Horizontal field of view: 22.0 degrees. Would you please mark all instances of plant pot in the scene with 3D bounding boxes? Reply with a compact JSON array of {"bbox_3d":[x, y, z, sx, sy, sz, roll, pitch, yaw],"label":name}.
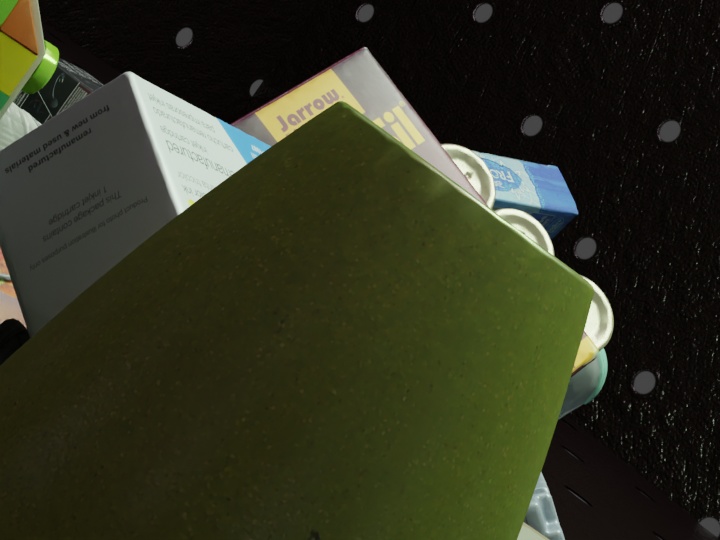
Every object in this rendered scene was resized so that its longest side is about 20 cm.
[{"bbox_3d":[-0.028,0.058,0.539,0.187,0.201,0.187,35,4,-3],"label":"plant pot"}]

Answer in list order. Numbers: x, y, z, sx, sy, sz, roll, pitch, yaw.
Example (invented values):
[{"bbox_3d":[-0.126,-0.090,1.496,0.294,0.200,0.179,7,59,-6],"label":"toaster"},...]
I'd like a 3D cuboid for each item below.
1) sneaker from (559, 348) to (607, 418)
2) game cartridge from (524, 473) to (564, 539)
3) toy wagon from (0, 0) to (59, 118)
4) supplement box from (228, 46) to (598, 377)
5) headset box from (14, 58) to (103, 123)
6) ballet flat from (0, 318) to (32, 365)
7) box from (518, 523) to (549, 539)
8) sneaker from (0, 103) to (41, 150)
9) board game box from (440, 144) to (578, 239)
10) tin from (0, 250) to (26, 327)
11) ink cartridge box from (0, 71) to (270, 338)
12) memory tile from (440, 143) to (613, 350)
[{"bbox_3d":[0.037,0.068,1.048,0.198,0.078,0.140,-4,8,11],"label":"sneaker"},{"bbox_3d":[0.099,0.170,1.022,0.200,0.041,0.134,-82,153,-85],"label":"game cartridge"},{"bbox_3d":[-0.243,-0.141,1.038,0.155,0.201,0.040,33,6,-33],"label":"toy wagon"},{"bbox_3d":[0.009,0.004,0.941,0.201,0.110,0.086,53,-33,5],"label":"supplement box"},{"bbox_3d":[-0.239,-0.121,1.779,0.199,0.075,0.149,37,4,13],"label":"headset box"},{"bbox_3d":[-0.091,0.081,0.778,0.200,0.057,0.066,32,6,-47],"label":"ballet flat"},{"bbox_3d":[0.062,0.166,0.856,0.199,0.095,0.078,37,3,-15],"label":"box"},{"bbox_3d":[-0.201,-0.041,1.231,0.200,0.072,0.073,44,-12,24],"label":"sneaker"},{"bbox_3d":[0.000,0.000,1.141,0.198,0.200,0.044,8,48,-39],"label":"board game box"},{"bbox_3d":[-0.113,0.025,0.864,0.199,0.042,0.112,24,41,-8],"label":"tin"},{"bbox_3d":[-0.056,0.041,0.744,0.144,0.084,0.201,23,43,-62],"label":"ink cartridge box"},{"bbox_3d":[0.040,0.033,1.005,0.153,0.200,0.017,46,-33,-1],"label":"memory tile"}]
